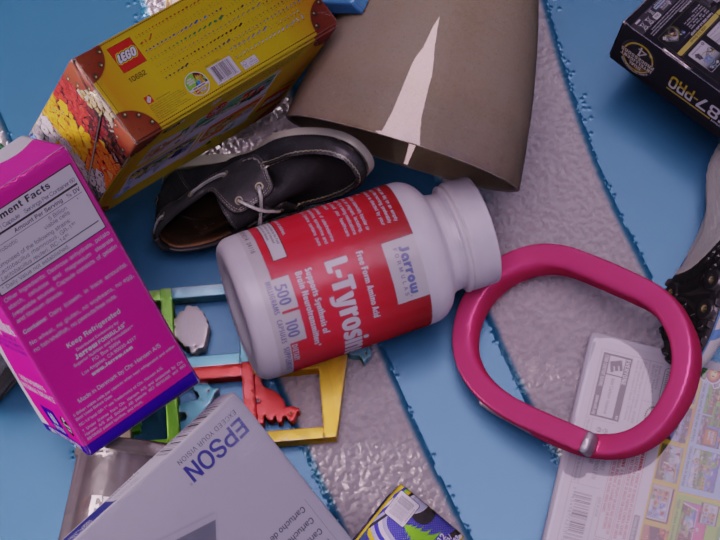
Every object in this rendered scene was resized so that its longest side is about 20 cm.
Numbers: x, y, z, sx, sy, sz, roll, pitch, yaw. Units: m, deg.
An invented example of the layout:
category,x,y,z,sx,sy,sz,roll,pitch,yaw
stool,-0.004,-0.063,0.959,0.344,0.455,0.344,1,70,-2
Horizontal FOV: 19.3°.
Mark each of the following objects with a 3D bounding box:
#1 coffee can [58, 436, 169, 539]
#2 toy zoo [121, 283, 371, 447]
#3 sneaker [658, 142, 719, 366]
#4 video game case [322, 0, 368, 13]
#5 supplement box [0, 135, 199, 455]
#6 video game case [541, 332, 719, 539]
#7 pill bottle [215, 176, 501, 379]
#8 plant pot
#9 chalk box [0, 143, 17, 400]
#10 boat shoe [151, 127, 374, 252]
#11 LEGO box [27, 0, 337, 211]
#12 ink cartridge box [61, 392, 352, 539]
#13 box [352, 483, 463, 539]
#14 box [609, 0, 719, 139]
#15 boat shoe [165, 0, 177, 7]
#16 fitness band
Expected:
category,x,y,z,sx,sy,sz,roll,pitch,yaw
coffee can,-0.154,0.236,1.538,0.145,0.146,0.201,9,75,4
toy zoo,-0.090,0.074,1.648,0.198,0.020,0.132,-4,73,1
sneaker,0.287,-0.011,1.634,0.072,0.072,0.201,30,71,-29
video game case,-0.014,-0.287,1.621,0.143,0.018,0.201,9,69,44
supplement box,-0.216,0.016,1.510,0.103,0.101,0.201,-33,110,-18
video game case,0.240,0.163,1.610,0.181,0.023,0.201,14,74,6
pill bottle,0.000,0.000,1.600,0.199,0.112,0.113,-19,74,-9
plant pot,0.062,-0.182,1.609,0.186,0.187,0.201,18,88,7
chalk box,-0.272,-0.015,1.627,0.124,0.125,0.200,37,77,11
boat shoe,-0.076,-0.057,1.619,0.199,0.072,0.068,-12,42,34
LEGO box,-0.132,-0.135,1.555,0.200,0.149,0.077,-34,84,-32
ink cartridge box,-0.099,0.223,1.462,0.200,0.041,0.200,-43,100,-26
box,-0.011,0.255,1.564,0.064,0.070,0.200,40,78,3
box,0.314,-0.188,1.662,0.161,0.049,0.200,37,56,13
boat shoe,-0.121,-0.199,1.704,0.073,0.069,0.202,4,95,-4
fitness band,0.161,0.059,1.607,0.199,0.037,0.144,25,84,30
